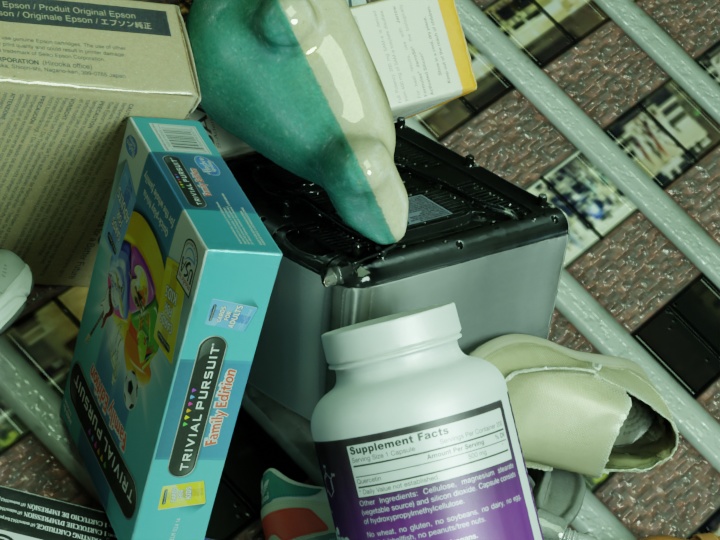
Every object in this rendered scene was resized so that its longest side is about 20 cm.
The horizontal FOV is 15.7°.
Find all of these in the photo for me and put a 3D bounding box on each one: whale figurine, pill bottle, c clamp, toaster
[{"bbox_3d":[-0.038,-0.096,1.509,0.103,0.159,0.201,-24,55,1],"label":"whale figurine"},{"bbox_3d":[0.038,0.124,1.443,0.112,0.112,0.201,-14,91,-34],"label":"pill bottle"},{"bbox_3d":[0.060,0.118,1.562,0.199,0.027,0.171,26,27,7],"label":"c clamp"},{"bbox_3d":[0.000,0.000,1.588,0.199,0.119,0.181,-15,30,-36],"label":"toaster"}]

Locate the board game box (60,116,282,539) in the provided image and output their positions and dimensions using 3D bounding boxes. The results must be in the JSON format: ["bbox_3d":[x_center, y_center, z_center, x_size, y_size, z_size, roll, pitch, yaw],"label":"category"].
[{"bbox_3d":[-0.111,0.038,1.469,0.047,0.201,0.151,3,29,-25],"label":"board game box"}]

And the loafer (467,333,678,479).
[{"bbox_3d":[0.124,0.086,1.575,0.199,0.076,0.068,1,26,-46],"label":"loafer"}]

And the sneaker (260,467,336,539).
[{"bbox_3d":[0.029,0.142,1.581,0.199,0.070,0.094,-8,66,-28],"label":"sneaker"}]

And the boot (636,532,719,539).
[{"bbox_3d":[0.227,0.247,1.607,0.154,0.074,0.201,-7,63,-36],"label":"boot"}]

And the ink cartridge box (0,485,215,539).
[{"bbox_3d":[-0.149,0.186,1.475,0.199,0.044,0.094,16,52,-16],"label":"ink cartridge box"}]

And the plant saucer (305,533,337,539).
[{"bbox_3d":[-0.009,0.250,1.470,0.199,0.036,0.201,16,65,-37],"label":"plant saucer"}]

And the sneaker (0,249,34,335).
[{"bbox_3d":[-0.269,0.034,1.495,0.092,0.076,0.200,48,47,-6],"label":"sneaker"}]

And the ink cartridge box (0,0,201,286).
[{"bbox_3d":[-0.206,-0.076,1.535,0.164,0.200,0.075,3,54,-26],"label":"ink cartridge box"}]

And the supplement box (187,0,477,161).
[{"bbox_3d":[-0.044,-0.118,1.666,0.199,0.126,0.074,-16,90,-24],"label":"supplement box"}]

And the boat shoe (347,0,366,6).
[{"bbox_3d":[-0.051,-0.208,1.796,0.091,0.071,0.201,5,56,-29],"label":"boat shoe"}]
